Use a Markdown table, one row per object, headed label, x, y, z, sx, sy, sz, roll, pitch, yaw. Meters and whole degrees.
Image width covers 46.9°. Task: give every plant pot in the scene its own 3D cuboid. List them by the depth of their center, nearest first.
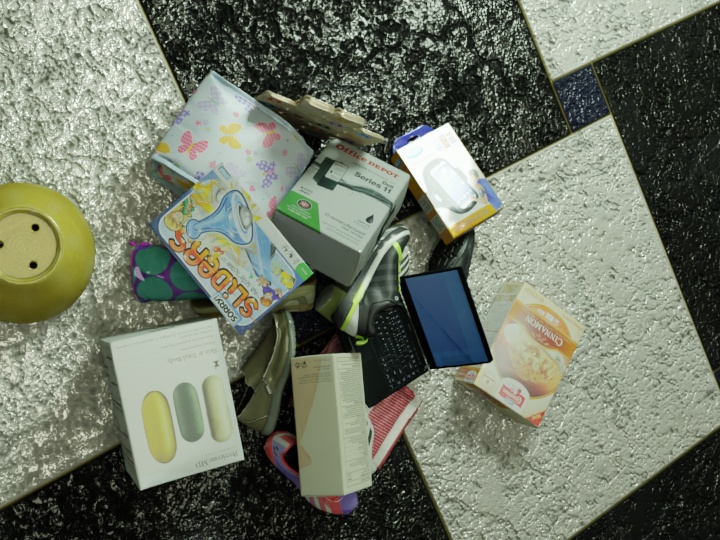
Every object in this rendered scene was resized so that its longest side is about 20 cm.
| label | x | y | z | sx | sy | sz | roll | pitch | yaw |
| --- | --- | --- | --- | --- | --- | --- | --- | --- | --- |
| plant pot | -0.457 | -0.028 | 1.120 | 0.198 | 0.142 | 0.202 | 1 | 87 | -21 |

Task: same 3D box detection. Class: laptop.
| label | x | y | z | sx | sy | sz | roll | pitch | yaw |
| --- | --- | --- | --- | --- | --- | --- | --- | --- | --- |
| laptop | 0.083 | 0.109 | 1.317 | 0.199 | 0.103 | 0.179 | -29 | 110 | -21 |

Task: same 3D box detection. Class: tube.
| label | x | y | z | sx | sy | sz | roll | pitch | yaw |
| --- | --- | --- | --- | --- | --- | --- | --- | --- | --- |
| tube | 0.016 | 0.096 | 1.362 | 0.199 | 0.052 | 0.058 | 38 | 114 | -22 |

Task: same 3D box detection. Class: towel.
| label | x | y | z | sx | sy | sz | roll | pitch | yaw |
| --- | --- | --- | --- | --- | --- | --- | --- | --- | --- |
| towel | -0.005 | 0.215 | 1.360 | 0.200 | 0.023 | 0.145 | 40 | 75 | -16 |

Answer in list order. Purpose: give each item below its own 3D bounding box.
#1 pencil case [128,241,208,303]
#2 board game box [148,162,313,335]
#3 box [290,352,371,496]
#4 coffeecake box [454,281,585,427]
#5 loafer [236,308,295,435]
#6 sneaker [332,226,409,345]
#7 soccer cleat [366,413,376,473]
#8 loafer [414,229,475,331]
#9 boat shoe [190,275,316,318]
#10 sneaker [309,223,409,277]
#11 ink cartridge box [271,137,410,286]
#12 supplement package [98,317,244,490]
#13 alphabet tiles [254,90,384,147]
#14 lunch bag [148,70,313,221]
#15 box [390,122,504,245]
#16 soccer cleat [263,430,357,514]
| label | x | y | z | sx | sy | sz | roll | pitch | yaw |
| --- | --- | --- | --- | --- | --- | --- | --- | --- | --- |
| pencil case | -0.235 | -0.004 | 1.213 | 0.198 | 0.085 | 0.093 | -5 | 93 | -4 |
| board game box | -0.179 | -0.030 | 1.156 | 0.135 | 0.034 | 0.200 | -41 | 92 | -3 |
| box | -0.043 | 0.226 | 1.228 | 0.095 | 0.077 | 0.202 | 11 | 73 | -63 |
| coffeecake box | 0.280 | 0.146 | 1.452 | 0.153 | 0.073 | 0.201 | 34 | 76 | -18 |
| loafer | -0.146 | 0.153 | 1.262 | 0.069 | 0.075 | 0.202 | 11 | 99 | -13 |
| sneaker | 0.034 | 0.027 | 1.269 | 0.082 | 0.072 | 0.201 | 33 | 69 | 3 |
| soccer cleat | -0.017 | 0.235 | 1.315 | 0.085 | 0.068 | 0.202 | 6 | 70 | -58 |
| loafer | 0.150 | 0.016 | 1.414 | 0.070 | 0.068 | 0.202 | 38 | 68 | -39 |
| boat shoe | -0.163 | 0.049 | 1.281 | 0.199 | 0.073 | 0.064 | -13 | 123 | -27 |
| sneaker | 0.000 | 0.000 | 1.339 | 0.199 | 0.075 | 0.117 | -15 | 92 | -28 |
| ink cartridge box | -0.029 | -0.095 | 1.268 | 0.146 | 0.083 | 0.201 | 27 | 48 | 6 |
| supplement package | -0.271 | 0.181 | 1.182 | 0.150 | 0.150 | 0.202 | -12 | 92 | -23 |
| alphabet tiles | -0.067 | -0.230 | 1.258 | 0.194 | 0.200 | 0.015 | 18 | 87 | -19 |
| lunch bag | -0.192 | -0.164 | 1.247 | 0.199 | 0.127 | 0.171 | 32 | 74 | -8 |
| box | 0.141 | -0.158 | 1.402 | 0.118 | 0.041 | 0.201 | -30 | 85 | -23 |
| soccer cleat | -0.070 | 0.322 | 1.292 | 0.200 | 0.076 | 0.067 | 48 | 72 | -22 |
